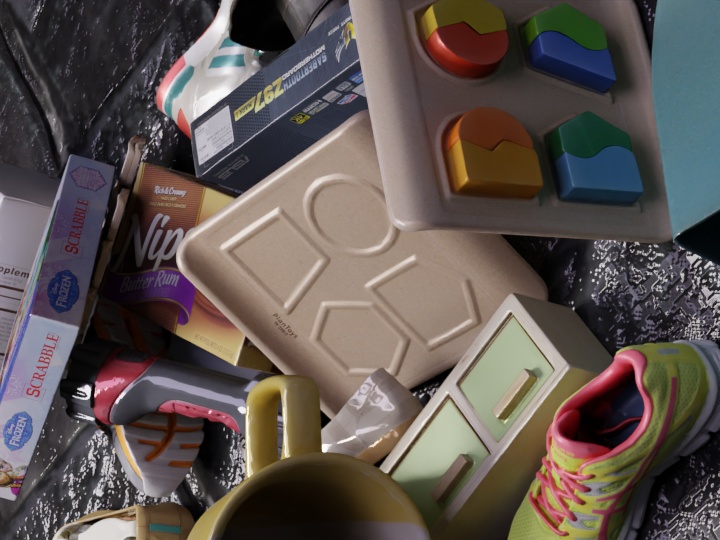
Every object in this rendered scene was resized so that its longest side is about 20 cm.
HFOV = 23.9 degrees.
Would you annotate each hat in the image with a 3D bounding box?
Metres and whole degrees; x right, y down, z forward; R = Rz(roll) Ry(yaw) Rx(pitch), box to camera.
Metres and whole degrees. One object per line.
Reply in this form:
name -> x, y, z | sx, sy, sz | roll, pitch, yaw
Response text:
hat -> 0.009, -0.184, 1.195 | 0.201, 0.200, 0.081 | -38, 73, 34

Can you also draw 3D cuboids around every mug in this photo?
mug -> -0.039, 0.180, 1.095 | 0.187, 0.149, 0.153 | -62, 13, -17

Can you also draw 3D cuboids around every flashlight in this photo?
flashlight -> -0.127, 0.103, 1.285 | 0.200, 0.068, 0.068 | 14, 73, 19

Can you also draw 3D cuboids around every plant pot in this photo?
plant pot -> 0.250, -0.110, 0.941 | 0.141, 0.141, 0.200 | -34, 48, 36

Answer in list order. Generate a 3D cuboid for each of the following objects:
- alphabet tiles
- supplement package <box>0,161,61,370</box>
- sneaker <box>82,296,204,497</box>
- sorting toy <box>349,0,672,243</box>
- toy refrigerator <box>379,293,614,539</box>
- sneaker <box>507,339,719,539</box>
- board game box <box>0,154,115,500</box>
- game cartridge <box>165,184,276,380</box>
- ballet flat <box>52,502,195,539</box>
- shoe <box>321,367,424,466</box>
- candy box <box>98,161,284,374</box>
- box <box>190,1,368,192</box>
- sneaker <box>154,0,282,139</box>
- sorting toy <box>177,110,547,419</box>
alphabet tiles -> -0.217, -0.017, 1.430 | 0.196, 0.015, 0.200 | -128, 57, -80
supplement package -> -0.336, 0.012, 1.550 | 0.121, 0.120, 0.200 | 36, 105, 47
sneaker -> -0.187, 0.113, 1.401 | 0.077, 0.078, 0.200 | -54, 38, 30
sorting toy -> 0.102, -0.107, 1.059 | 0.036, 0.200, 0.185 | 126, 139, -56
toy refrigerator -> 0.078, 0.117, 1.109 | 0.200, 0.070, 0.076 | -54, 46, 21
sneaker -> 0.137, 0.116, 1.031 | 0.078, 0.090, 0.200 | 50, 117, 41
board game box -> -0.253, 0.044, 1.356 | 0.200, 0.041, 0.200 | -89, 20, -51
game cartridge -> -0.083, 0.007, 1.342 | 0.133, 0.040, 0.200 | 23, 96, 52
ballet flat -> -0.217, 0.225, 1.404 | 0.200, 0.063, 0.069 | -25, 61, 41
shoe -> -0.026, 0.139, 1.204 | 0.053, 0.070, 0.200 | 50, 124, 5
candy box -> -0.116, -0.005, 1.314 | 0.200, 0.056, 0.117 | 23, 96, 47
box -> 0.003, -0.109, 1.189 | 0.200, 0.158, 0.051 | -30, 59, 37
sneaker -> -0.083, -0.178, 1.382 | 0.093, 0.070, 0.200 | 49, 114, 23
sorting toy -> 0.000, 0.000, 1.159 | 0.200, 0.185, 0.036 | -33, 19, 34
